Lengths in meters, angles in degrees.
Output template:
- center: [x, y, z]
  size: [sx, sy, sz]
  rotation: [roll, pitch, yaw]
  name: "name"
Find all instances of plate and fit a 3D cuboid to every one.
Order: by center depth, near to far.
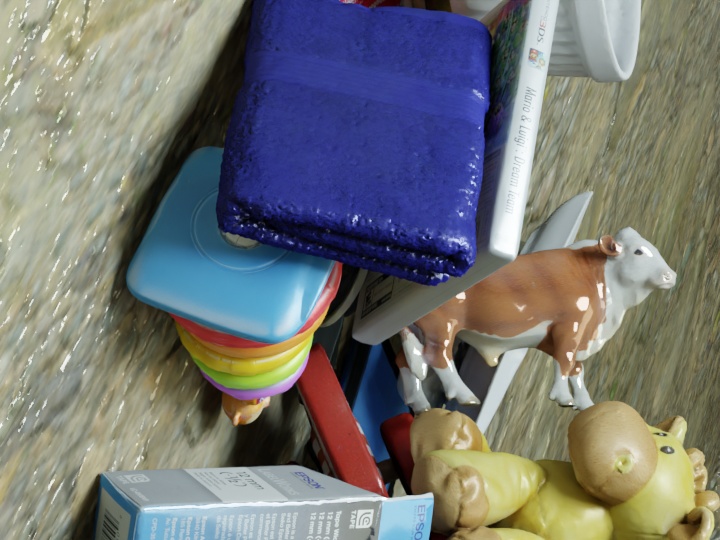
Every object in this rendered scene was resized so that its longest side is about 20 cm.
- center: [0.110, 0.057, 1.420]
  size: [0.200, 0.032, 0.201]
  rotation: [-56, 169, -44]
  name: "plate"

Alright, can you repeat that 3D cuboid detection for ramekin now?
- center: [0.121, -0.223, 1.208]
  size: [0.200, 0.104, 0.203]
  rotation: [-1, 90, -73]
  name: "ramekin"

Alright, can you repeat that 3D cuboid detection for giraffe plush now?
- center: [0.144, 0.153, 1.184]
  size: [0.200, 0.161, 0.174]
  rotation: [40, 28, -53]
  name: "giraffe plush"

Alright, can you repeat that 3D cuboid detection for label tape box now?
- center: [-0.062, 0.193, 1.075]
  size: [0.198, 0.066, 0.145]
  rotation: [2, 103, -34]
  name: "label tape box"

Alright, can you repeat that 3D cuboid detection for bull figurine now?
- center: [0.113, 0.033, 1.230]
  size: [0.065, 0.197, 0.123]
  rotation: [72, 18, -76]
  name: "bull figurine"

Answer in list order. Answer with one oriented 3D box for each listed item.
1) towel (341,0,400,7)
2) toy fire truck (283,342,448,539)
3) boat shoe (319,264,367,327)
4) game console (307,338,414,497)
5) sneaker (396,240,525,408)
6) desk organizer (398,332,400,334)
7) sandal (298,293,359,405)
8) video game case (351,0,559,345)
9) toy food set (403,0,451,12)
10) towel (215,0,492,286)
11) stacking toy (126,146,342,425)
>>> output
- center: [-0.003, -0.173, 1.213]
  size: [0.145, 0.022, 0.202]
  rotation: [-50, 147, -50]
  name: "towel"
- center: [0.006, 0.164, 1.202]
  size: [0.168, 0.111, 0.201]
  rotation: [73, -6, -64]
  name: "toy fire truck"
- center: [-0.024, -0.042, 1.169]
  size: [0.065, 0.075, 0.200]
  rotation: [-3, 140, -30]
  name: "boat shoe"
- center: [0.040, 0.155, 1.412]
  size: [0.118, 0.170, 0.200]
  rotation: [-43, 151, -11]
  name: "game console"
- center: [0.062, 0.033, 1.433]
  size: [0.200, 0.080, 0.077]
  rotation: [-57, 171, -48]
  name: "sneaker"
- center: [0.076, -0.028, 1.359]
  size: [0.200, 0.076, 0.072]
  rotation: [-76, 170, -63]
  name: "desk organizer"
- center: [0.000, 0.000, 1.270]
  size: [0.075, 0.047, 0.203]
  rotation: [-60, 163, -76]
  name: "sandal"
- center: [0.057, -0.064, 1.134]
  size: [0.200, 0.023, 0.184]
  rotation: [144, -39, -61]
  name: "video game case"
- center: [0.074, -0.203, 1.304]
  size: [0.144, 0.060, 0.201]
  rotation: [-73, 164, -46]
  name: "toy food set"
- center: [-0.001, -0.079, 1.037]
  size: [0.050, 0.146, 0.201]
  rotation: [105, -5, -45]
  name: "towel"
- center: [-0.067, 0.035, 1.085]
  size: [0.201, 0.109, 0.117]
  rotation: [95, 16, -54]
  name: "stacking toy"
